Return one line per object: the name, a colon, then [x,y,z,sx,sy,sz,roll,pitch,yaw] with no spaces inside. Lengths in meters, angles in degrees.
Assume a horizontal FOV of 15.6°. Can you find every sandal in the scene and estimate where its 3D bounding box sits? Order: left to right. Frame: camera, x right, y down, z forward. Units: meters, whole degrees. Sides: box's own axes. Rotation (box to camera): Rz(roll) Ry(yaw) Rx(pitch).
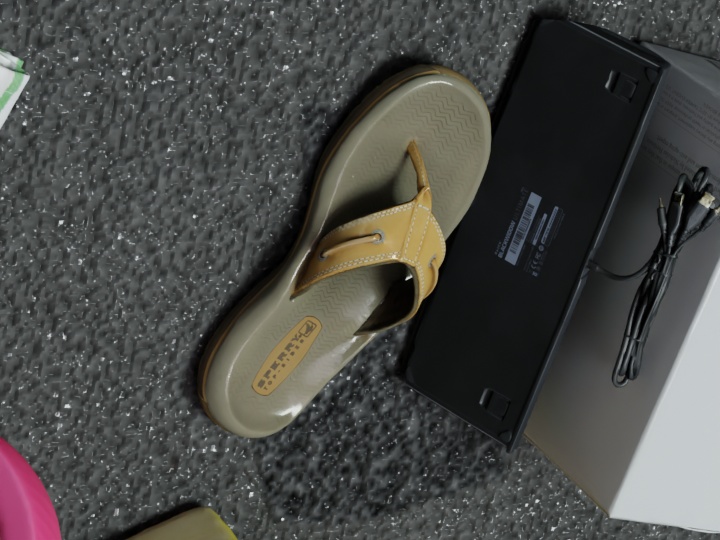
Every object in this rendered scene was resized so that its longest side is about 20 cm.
sandal: [0.000,0.000,1.211,0.080,0.054,0.200,31,98,-36]

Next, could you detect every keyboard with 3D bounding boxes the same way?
keyboard: [0.099,-0.009,1.223,0.021,0.127,0.201,-4,120,-54]

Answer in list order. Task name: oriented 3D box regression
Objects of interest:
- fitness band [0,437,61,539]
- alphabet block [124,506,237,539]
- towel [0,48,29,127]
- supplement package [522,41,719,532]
fitness band: [-0.215,0.149,1.120,0.200,0.144,0.037,-51,158,2]
alphabet block: [-0.102,0.263,1.208,0.199,0.195,0.197,-24,125,-16]
towel: [-0.250,-0.062,1.065,0.200,0.023,0.153,26,101,-36]
supplement package: [0.171,0.012,1.268,0.121,0.120,0.201,11,109,-34]
